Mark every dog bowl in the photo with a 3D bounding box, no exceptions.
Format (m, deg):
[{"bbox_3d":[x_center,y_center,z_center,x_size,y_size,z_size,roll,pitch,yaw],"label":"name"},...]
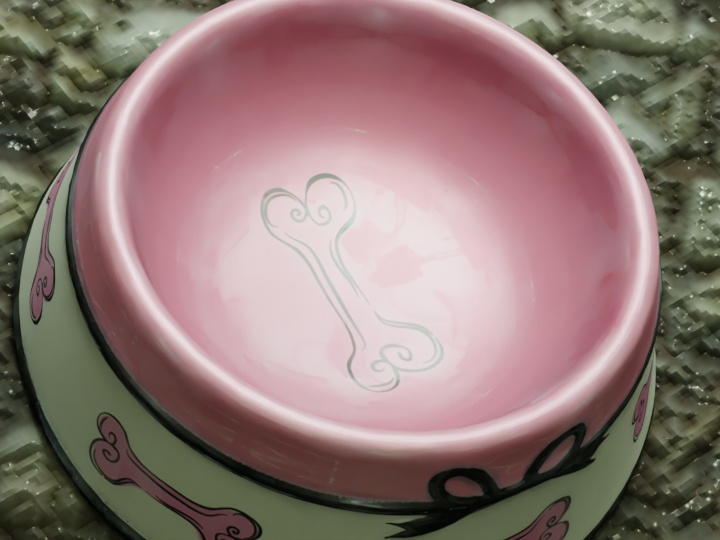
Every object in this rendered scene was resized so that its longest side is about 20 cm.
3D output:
[{"bbox_3d":[0.000,0.000,0.865,0.200,0.074,0.201,6,56,-9],"label":"dog bowl"}]
